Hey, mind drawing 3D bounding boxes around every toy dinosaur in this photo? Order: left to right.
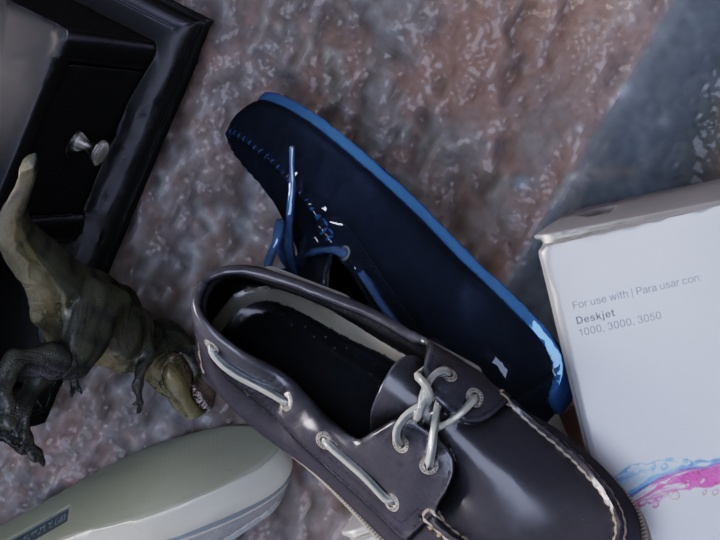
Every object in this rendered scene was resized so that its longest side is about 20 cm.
[{"bbox_3d":[-0.123,0.031,0.846,0.047,0.200,0.089,26,76,26],"label":"toy dinosaur"}]

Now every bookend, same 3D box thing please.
[{"bbox_3d":[-0.172,-0.035,0.835,0.092,0.198,0.202,27,100,16],"label":"bookend"}]

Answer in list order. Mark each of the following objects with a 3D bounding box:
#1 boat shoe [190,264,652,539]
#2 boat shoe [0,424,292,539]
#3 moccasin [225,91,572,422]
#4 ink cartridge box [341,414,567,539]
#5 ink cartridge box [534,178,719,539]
[{"bbox_3d":[0.015,0.059,0.750,0.199,0.063,0.073,31,76,27],"label":"boat shoe"},{"bbox_3d":[-0.110,0.135,0.922,0.199,0.070,0.072,-26,111,11],"label":"boat shoe"},{"bbox_3d":[0.000,0.000,0.837,0.068,0.081,0.200,-43,54,-5],"label":"moccasin"},{"bbox_3d":[0.077,0.170,0.842,0.082,0.147,0.202,-22,93,11],"label":"ink cartridge box"},{"bbox_3d":[0.137,0.068,0.819,0.084,0.144,0.202,-14,94,12],"label":"ink cartridge box"}]
